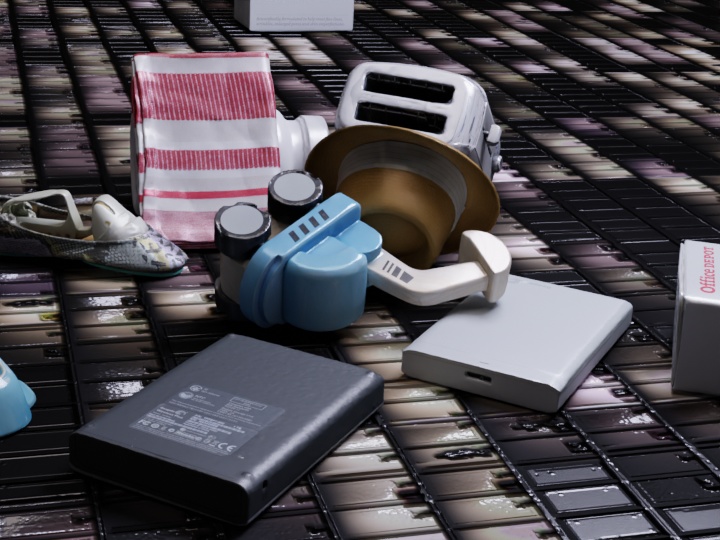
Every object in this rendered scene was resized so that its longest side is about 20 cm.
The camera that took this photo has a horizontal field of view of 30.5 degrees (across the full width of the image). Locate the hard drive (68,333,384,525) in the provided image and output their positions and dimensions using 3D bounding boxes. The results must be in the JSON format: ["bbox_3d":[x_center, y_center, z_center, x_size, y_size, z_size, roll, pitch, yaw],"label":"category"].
[{"bbox_3d":[-0.087,0.103,0.930,0.139,0.033,0.200,13,23,24],"label":"hard drive"}]

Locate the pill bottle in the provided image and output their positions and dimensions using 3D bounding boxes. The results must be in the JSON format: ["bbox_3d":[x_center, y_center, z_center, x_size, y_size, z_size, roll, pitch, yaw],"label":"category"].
[{"bbox_3d":[-0.136,-0.114,1.377,0.199,0.116,0.116,-2,21,-13],"label":"pill bottle"}]

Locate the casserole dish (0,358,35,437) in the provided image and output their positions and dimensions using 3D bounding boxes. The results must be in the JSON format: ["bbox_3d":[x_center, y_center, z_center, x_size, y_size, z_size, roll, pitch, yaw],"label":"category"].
[{"bbox_3d":[-0.327,0.090,0.924,0.200,0.039,0.121,-10,25,-34],"label":"casserole dish"}]

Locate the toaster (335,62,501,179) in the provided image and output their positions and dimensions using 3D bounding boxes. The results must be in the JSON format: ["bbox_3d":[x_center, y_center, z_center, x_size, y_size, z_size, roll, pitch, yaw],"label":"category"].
[{"bbox_3d":[0.052,-0.147,1.408,0.199,0.114,0.129,13,-21,13],"label":"toaster"}]

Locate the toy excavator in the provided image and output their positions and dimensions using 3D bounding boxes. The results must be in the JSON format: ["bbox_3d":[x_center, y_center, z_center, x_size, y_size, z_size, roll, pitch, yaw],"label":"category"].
[{"bbox_3d":[0.000,0.000,1.119,0.200,0.100,0.194,34,50,25],"label":"toy excavator"}]

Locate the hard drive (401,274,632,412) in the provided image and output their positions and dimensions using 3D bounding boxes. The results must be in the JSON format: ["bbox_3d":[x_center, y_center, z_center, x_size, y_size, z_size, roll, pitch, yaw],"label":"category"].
[{"bbox_3d":[0.135,0.055,1.101,0.132,0.026,0.200,13,23,24],"label":"hard drive"}]

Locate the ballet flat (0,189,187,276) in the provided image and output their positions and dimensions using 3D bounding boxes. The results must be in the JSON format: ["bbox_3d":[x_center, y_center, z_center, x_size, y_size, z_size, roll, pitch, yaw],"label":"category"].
[{"bbox_3d":[-0.259,-0.039,1.228,0.200,0.072,0.072,7,21,10],"label":"ballet flat"}]

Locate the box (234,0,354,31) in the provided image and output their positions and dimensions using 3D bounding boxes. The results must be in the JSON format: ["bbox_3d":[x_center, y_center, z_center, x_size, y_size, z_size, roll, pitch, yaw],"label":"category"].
[{"bbox_3d":[-0.119,-0.539,2.378,0.198,0.201,0.131,-3,20,-17],"label":"box"}]

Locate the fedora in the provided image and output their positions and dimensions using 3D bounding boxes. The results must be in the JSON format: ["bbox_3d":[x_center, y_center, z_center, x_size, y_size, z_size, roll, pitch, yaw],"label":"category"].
[{"bbox_3d":[0.029,-0.048,1.210,0.200,0.201,0.082,9,58,16],"label":"fedora"}]

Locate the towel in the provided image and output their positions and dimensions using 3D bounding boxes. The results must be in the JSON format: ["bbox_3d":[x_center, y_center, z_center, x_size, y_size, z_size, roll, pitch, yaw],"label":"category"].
[{"bbox_3d":[-0.150,-0.120,1.303,0.144,0.201,0.023,-3,-11,-15],"label":"towel"}]

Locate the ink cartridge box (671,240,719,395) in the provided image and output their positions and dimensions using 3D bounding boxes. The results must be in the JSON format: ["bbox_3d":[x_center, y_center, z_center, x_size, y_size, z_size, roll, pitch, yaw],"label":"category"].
[{"bbox_3d":[0.356,0.046,1.077,0.199,0.084,0.145,7,21,12],"label":"ink cartridge box"}]
